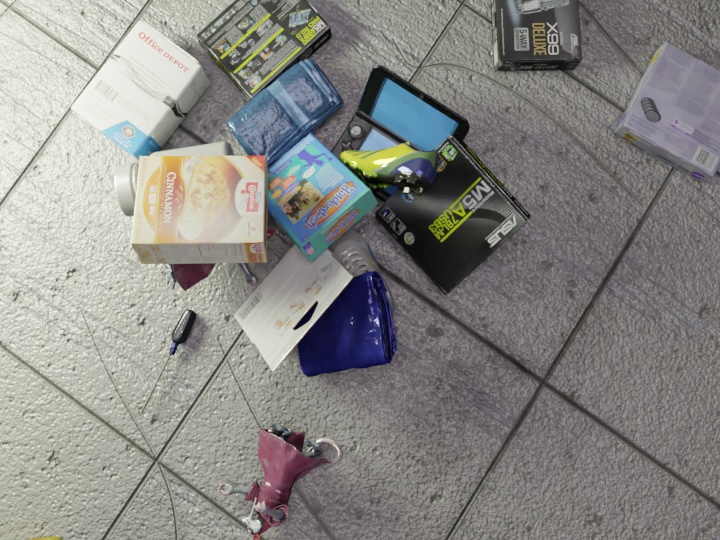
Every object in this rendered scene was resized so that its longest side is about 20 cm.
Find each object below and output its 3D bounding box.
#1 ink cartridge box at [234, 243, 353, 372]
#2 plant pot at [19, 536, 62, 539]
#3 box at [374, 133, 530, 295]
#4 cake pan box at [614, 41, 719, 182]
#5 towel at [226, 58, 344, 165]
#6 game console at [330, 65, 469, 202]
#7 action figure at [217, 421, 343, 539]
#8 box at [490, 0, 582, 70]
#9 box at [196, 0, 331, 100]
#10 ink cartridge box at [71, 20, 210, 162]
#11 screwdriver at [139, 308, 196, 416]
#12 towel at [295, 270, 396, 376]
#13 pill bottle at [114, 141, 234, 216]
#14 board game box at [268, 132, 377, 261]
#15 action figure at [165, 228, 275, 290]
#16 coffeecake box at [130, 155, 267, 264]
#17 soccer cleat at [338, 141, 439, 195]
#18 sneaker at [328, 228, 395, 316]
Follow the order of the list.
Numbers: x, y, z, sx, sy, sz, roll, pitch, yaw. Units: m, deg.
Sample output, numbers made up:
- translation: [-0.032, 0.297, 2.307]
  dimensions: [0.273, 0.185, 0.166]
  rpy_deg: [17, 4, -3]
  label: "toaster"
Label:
- translation: [-0.105, 0.053, 1.134]
  dimensions: [0.201, 0.045, 0.176]
  rpy_deg: [-49, 43, 2]
  label: "ink cartridge box"
- translation: [-0.593, 0.550, 1.055]
  dimensions: [0.190, 0.200, 0.200]
  rpy_deg: [-5, 84, -1]
  label: "plant pot"
- translation: [0.155, -0.094, 1.169]
  dimensions: [0.200, 0.047, 0.194]
  rpy_deg: [-43, 85, 24]
  label: "box"
- translation: [0.594, -0.287, 1.241]
  dimensions: [0.198, 0.052, 0.186]
  rpy_deg: [28, 86, 3]
  label: "cake pan box"
- translation: [-0.136, -0.283, 1.223]
  dimensions: [0.199, 0.049, 0.112]
  rpy_deg: [-40, 98, -4]
  label: "towel"
- translation: [0.062, -0.221, 1.193]
  dimensions: [0.198, 0.118, 0.172]
  rpy_deg: [32, 84, 4]
  label: "game console"
- translation: [-0.142, 0.363, 1.150]
  dimensions: [0.147, 0.133, 0.203]
  rpy_deg: [14, 97, -41]
  label: "action figure"
- translation: [0.322, -0.475, 1.259]
  dimensions: [0.154, 0.050, 0.204]
  rpy_deg: [-1, 83, -1]
  label: "box"
- translation: [-0.176, -0.431, 1.251]
  dimensions: [0.200, 0.044, 0.160]
  rpy_deg: [-43, 86, -5]
  label: "box"
- translation: [-0.387, -0.313, 1.214]
  dimensions: [0.144, 0.084, 0.201]
  rpy_deg: [36, 84, 4]
  label: "ink cartridge box"
- translation: [-0.337, 0.163, 1.191]
  dimensions: [0.029, 0.028, 0.203]
  rpy_deg: [23, 85, -27]
  label: "screwdriver"
- translation: [-0.028, 0.094, 1.141]
  dimensions: [0.198, 0.049, 0.151]
  rpy_deg: [-17, 77, 39]
  label: "towel"
- translation: [-0.315, -0.152, 1.181]
  dimensions: [0.196, 0.114, 0.117]
  rpy_deg: [-9, 83, -1]
  label: "pill bottle"
- translation: [-0.086, -0.130, 1.169]
  dimensions: [0.151, 0.045, 0.200]
  rpy_deg: [-39, 52, -4]
  label: "board game box"
- translation: [-0.241, -0.046, 1.167]
  dimensions: [0.197, 0.135, 0.150]
  rpy_deg: [-20, 65, -19]
  label: "action figure"
- translation: [-0.244, -0.095, 1.064]
  dimensions: [0.196, 0.073, 0.156]
  rpy_deg: [-1, 65, -5]
  label: "coffeecake box"
- translation: [0.049, -0.182, 1.155]
  dimensions: [0.198, 0.065, 0.085]
  rpy_deg: [17, 72, 39]
  label: "soccer cleat"
- translation: [0.000, 0.000, 1.185]
  dimensions: [0.076, 0.081, 0.202]
  rpy_deg: [-33, 84, -3]
  label: "sneaker"
